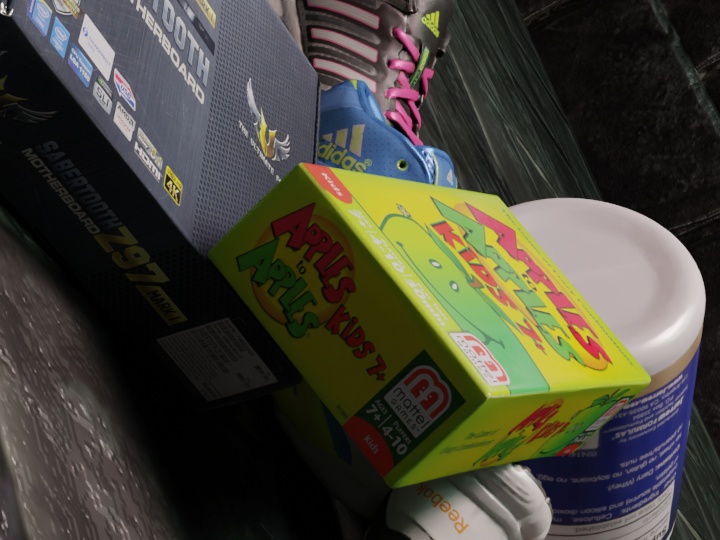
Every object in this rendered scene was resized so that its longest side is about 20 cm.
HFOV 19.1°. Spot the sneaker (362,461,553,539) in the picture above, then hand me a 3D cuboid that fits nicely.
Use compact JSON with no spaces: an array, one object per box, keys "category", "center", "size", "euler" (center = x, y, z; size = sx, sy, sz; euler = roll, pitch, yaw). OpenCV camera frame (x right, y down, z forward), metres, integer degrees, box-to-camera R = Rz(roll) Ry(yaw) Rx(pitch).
[{"category":"sneaker","center":[0.033,0.131,0.888],"size":[0.074,0.080,0.200],"euler":[37,-17,25]}]

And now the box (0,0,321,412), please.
[{"category":"box","center":[-0.080,-0.071,0.750],"size":[0.158,0.051,0.200],"euler":[-88,153,-42]}]

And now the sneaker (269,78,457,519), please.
[{"category":"sneaker","center":[0.000,0.000,0.904],"size":[0.201,0.105,0.076],"euler":[67,12,24]}]

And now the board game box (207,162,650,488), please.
[{"category":"board game box","center":[0.033,0.019,0.777],"size":[0.102,0.048,0.200],"euler":[50,16,16]}]

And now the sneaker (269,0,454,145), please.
[{"category":"sneaker","center":[0.009,-0.099,1.028],"size":[0.074,0.087,0.201],"euler":[45,21,-56]}]

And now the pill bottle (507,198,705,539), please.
[{"category":"pill bottle","center":[0.091,0.076,0.975],"size":[0.116,0.115,0.201],"euler":[-105,-168,-48]}]
